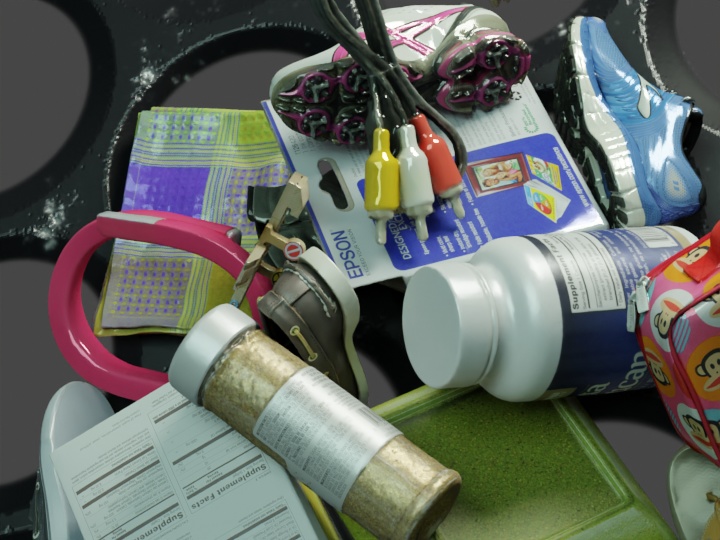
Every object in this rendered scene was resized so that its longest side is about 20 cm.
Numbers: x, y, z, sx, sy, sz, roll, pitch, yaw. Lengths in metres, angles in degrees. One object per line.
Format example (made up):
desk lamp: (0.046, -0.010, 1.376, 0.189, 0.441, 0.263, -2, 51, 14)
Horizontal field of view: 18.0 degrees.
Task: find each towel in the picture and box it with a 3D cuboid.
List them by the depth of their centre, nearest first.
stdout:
towel: (-0.127, -0.037, 1.765, 0.143, 0.023, 0.201, 3, 69, 22)

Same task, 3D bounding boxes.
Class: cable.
cable: (0.027, -0.122, 1.561, 0.097, 0.201, 0.050, -19, 13, -29)

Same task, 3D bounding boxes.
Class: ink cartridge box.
ink cartridge box: (0.051, -0.066, 1.639, 0.199, 0.047, 0.198, -15, 50, -10)

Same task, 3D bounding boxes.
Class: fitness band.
fitness band: (-0.145, 0.030, 1.697, 0.200, 0.037, 0.144, 11, 109, 25)

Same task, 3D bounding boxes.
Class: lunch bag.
lunch bag: (0.279, 0.023, 1.488, 0.200, 0.176, 0.082, -31, 26, -9)

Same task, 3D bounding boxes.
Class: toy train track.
toy train track: (-0.075, 0.024, 1.592, 0.032, 0.115, 0.200, 28, 114, 0)

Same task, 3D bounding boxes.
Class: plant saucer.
plant saucer: (0.090, 0.143, 1.545, 0.200, 0.048, 0.200, -22, 59, -21)

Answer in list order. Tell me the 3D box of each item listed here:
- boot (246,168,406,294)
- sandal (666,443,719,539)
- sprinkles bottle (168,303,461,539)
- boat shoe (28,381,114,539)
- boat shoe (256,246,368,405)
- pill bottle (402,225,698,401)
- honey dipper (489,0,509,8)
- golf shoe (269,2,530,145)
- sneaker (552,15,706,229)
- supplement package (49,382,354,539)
boot: (0.000, 0.000, 1.660, 0.130, 0.068, 0.200, -22, 52, -10)
sandal: (0.255, 0.199, 1.505, 0.080, 0.054, 0.200, -18, 63, 12)
sprinkles bottle: (-0.031, 0.103, 1.485, 0.200, 0.068, 0.068, 36, 83, 16)
boat shoe: (-0.215, 0.181, 1.684, 0.066, 0.070, 0.200, -32, 55, 37)
boat shoe: (-0.037, 0.059, 1.586, 0.059, 0.200, 0.072, -37, 66, -18)
pill bottle: (0.134, 0.030, 1.535, 0.200, 0.111, 0.111, -4, 59, -26)
honey dipper: (0.184, -0.260, 1.740, 0.200, 0.038, 0.038, -26, 62, 5)
golf shoe: (0.018, -0.146, 1.641, 0.200, 0.073, 0.092, -13, 41, -26)
sneaker: (0.197, -0.106, 1.655, 0.089, 0.079, 0.200, -6, 53, -13)
supplement package: (-0.089, 0.194, 1.577, 0.150, 0.152, 0.200, -31, 60, 5)
